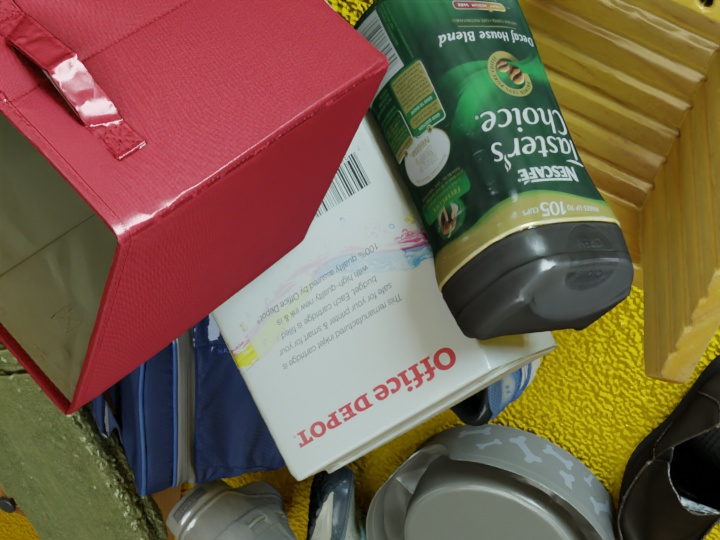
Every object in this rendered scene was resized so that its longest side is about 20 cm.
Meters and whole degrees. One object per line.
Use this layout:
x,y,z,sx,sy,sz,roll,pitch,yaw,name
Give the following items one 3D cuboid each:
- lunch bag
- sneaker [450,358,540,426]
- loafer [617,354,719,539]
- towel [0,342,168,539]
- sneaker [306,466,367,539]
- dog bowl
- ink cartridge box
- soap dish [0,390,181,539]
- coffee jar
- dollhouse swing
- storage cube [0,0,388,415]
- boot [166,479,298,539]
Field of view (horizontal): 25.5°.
-0.125,0.061,1.119,0.131,0.136,0.202,-8,129,-16,lunch bag
0.036,0.022,1.067,0.200,0.089,0.078,45,131,-5,sneaker
0.220,0.140,1.076,0.072,0.072,0.201,24,132,8,loafer
-0.233,0.135,1.205,0.147,0.037,0.201,-5,121,41,towel
0.001,0.229,1.269,0.085,0.078,0.202,1,129,4,sneaker
0.105,0.200,1.190,0.198,0.059,0.202,14,130,17,dog bowl
0.000,0.000,0.965,0.144,0.144,0.202,-30,81,22,ink cartridge box
-0.221,0.140,1.293,0.156,0.081,0.201,22,133,11,soap dish
0.071,-0.059,0.873,0.085,0.103,0.202,-41,62,43,coffee jar
0.141,-0.069,0.888,0.180,0.176,0.201,26,133,6,dollhouse swing
-0.123,-0.072,0.801,0.171,0.179,0.201,46,147,11,storage cube
-0.078,0.215,1.211,0.096,0.200,0.074,44,93,17,boot
